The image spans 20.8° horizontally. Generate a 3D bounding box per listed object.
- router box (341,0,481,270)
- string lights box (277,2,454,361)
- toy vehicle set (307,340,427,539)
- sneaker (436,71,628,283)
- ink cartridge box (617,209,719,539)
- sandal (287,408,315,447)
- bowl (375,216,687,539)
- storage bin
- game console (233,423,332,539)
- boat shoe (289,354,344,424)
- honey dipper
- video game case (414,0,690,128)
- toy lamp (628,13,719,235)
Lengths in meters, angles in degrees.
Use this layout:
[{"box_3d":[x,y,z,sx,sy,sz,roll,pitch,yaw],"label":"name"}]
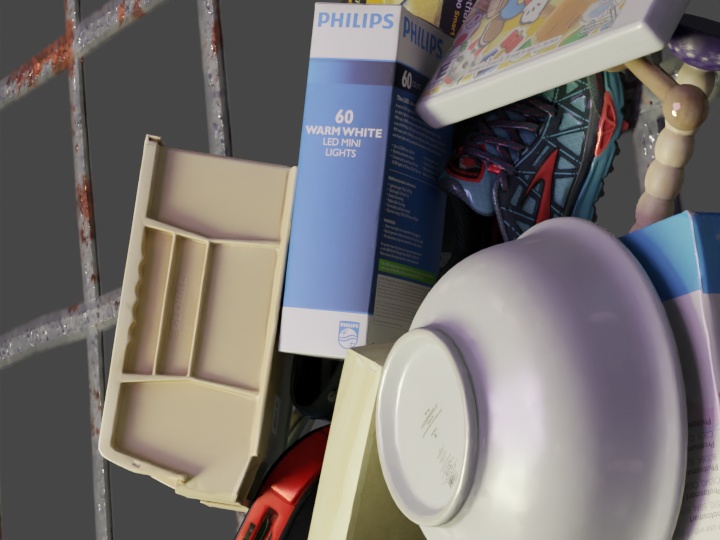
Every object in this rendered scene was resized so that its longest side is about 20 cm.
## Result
[{"box_3d":[0.039,-0.115,1.275,0.157,0.052,0.202,32,115,52],"label":"router box"},{"box_3d":[0.009,-0.047,1.145,0.058,0.103,0.202,4,85,24],"label":"string lights box"},{"box_3d":[0.055,0.098,1.111,0.026,0.199,0.125,24,109,38],"label":"toy vehicle set"},{"box_3d":[0.094,-0.060,1.149,0.079,0.095,0.202,22,107,54],"label":"sneaker"},{"box_3d":[0.184,0.084,0.977,0.125,0.128,0.202,-22,70,55],"label":"ink cartridge box"},{"box_3d":[-0.051,0.197,1.394,0.080,0.057,0.203,81,-163,-77],"label":"sandal"},{"box_3d":[0.067,0.075,0.963,0.201,0.090,0.203,-178,88,-64],"label":"bowl"},{"box_3d":[-0.089,0.042,1.203,0.200,0.093,0.200,81,-163,-81],"label":"storage bin"},{"box_3d":[-0.021,0.162,1.251,0.031,0.176,0.201,41,125,21],"label":"game console"},{"box_3d":[0.000,0.000,1.219,0.073,0.061,0.202,19,100,47],"label":"boat shoe"},{"box_3d":[0.144,-0.109,1.013,0.200,0.038,0.038,-107,28,-71],"label":"honey dipper"},{"box_3d":[0.129,-0.170,1.074,0.199,0.023,0.183,-16,39,56],"label":"video game case"},{"box_3d":[0.165,-0.037,1.078,0.058,0.058,0.202,38,120,50],"label":"toy lamp"}]
